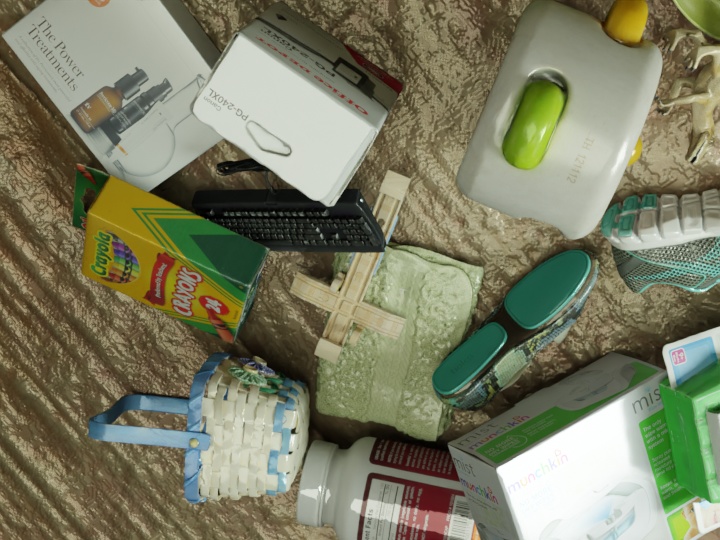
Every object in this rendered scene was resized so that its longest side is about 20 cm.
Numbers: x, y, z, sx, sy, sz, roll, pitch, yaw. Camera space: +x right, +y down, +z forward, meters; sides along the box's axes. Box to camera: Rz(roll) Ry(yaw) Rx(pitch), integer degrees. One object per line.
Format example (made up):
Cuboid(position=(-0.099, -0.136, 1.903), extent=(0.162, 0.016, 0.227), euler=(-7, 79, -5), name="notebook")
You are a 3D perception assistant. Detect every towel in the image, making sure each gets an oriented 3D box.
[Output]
Cuboid(position=(0.032, 0.067, 1.518), extent=(0.148, 0.037, 0.201), euler=(14, 114, 6), name="towel")

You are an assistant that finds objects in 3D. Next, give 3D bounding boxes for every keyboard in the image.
Cuboid(position=(-0.077, -0.060, 1.436), extent=(0.200, 0.021, 0.127), euler=(1, 136, 36), name="keyboard")

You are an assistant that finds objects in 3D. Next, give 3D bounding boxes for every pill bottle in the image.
Cuboid(position=(0.043, 0.228, 1.540), extent=(0.199, 0.113, 0.113), euler=(11, 114, 7), name="pill bottle")

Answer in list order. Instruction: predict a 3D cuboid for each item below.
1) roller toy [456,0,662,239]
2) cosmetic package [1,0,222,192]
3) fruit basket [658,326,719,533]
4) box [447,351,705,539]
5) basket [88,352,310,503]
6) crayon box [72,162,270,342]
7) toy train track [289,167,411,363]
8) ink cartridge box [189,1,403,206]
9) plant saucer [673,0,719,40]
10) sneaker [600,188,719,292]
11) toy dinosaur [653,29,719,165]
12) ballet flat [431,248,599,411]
Cuboid(position=(0.176, -0.128, 1.331), extent=(0.139, 0.200, 0.183), euler=(22, 148, 2), name="roller toy")
Cuboid(position=(-0.214, -0.187, 1.456), extent=(0.151, 0.052, 0.200), euler=(-33, 102, 19), name="cosmetic package")
Cuboid(position=(0.381, 0.128, 1.420), extent=(0.199, 0.094, 0.186), euler=(-15, 104, -10), name="fruit basket")
Cuboid(position=(0.206, 0.201, 1.456), extent=(0.200, 0.097, 0.177), euler=(-25, 109, -20), name="box")
Cuboid(position=(-0.152, 0.150, 1.520), extent=(0.199, 0.176, 0.140), euler=(1, 96, 3), name="basket")
Cuboid(position=(-0.194, -0.015, 1.490), extent=(0.200, 0.051, 0.127), euler=(25, 150, 2), name="crayon box")
Cuboid(position=(0.000, 0.000, 1.464), extent=(0.114, 0.033, 0.200), euler=(23, 109, 4), name="toy train track")
Cuboid(position=(-0.050, -0.150, 1.351), extent=(0.145, 0.200, 0.083), euler=(34, 108, -4), name="ink cartridge box")
Cuboid(position=(0.349, -0.279, 1.296), extent=(0.199, 0.031, 0.200), euler=(3, 126, 5), name="plant saucer")
Cuboid(position=(0.322, -0.024, 1.414), extent=(0.199, 0.078, 0.091), euler=(-2, 127, 16), name="sneaker")
Cuboid(position=(0.315, -0.179, 1.337), extent=(0.101, 0.058, 0.200), euler=(9, 137, -25), name="toy dinosaur")
Cuboid(position=(0.155, 0.060, 1.476), extent=(0.200, 0.074, 0.074), euler=(-40, 100, 10), name="ballet flat")
